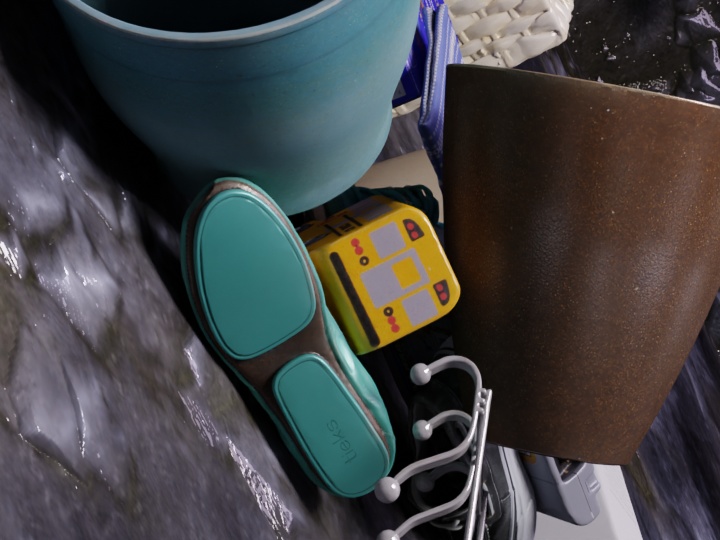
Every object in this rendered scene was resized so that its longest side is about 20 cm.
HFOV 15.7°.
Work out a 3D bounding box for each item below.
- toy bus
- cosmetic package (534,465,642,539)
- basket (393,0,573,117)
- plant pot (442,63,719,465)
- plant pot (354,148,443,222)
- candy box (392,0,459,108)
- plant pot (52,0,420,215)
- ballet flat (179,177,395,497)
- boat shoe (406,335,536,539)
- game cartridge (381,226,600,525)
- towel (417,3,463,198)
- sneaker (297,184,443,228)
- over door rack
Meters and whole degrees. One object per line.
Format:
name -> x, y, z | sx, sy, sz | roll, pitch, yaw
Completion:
toy bus -> 0.000, 0.000, 1.469 | 0.065, 0.078, 0.200 | 63, -3, -6
cosmetic package -> 0.121, 0.145, 1.728 | 0.074, 0.101, 0.201 | 50, 20, -45
basket -> 0.046, -0.204, 1.869 | 0.136, 0.199, 0.124 | 59, 18, -24
plant pot -> 0.120, 0.001, 1.445 | 0.187, 0.185, 0.202 | 5, 96, -76
plant pot -> 0.126, -0.029, 1.852 | 0.188, 0.199, 0.188 | 60, 13, -23
candy box -> -0.007, -0.194, 1.678 | 0.200, 0.077, 0.170 | -53, 122, -72
plant pot -> -0.057, -0.132, 1.324 | 0.189, 0.198, 0.201 | 80, -5, -53
ballet flat -> -0.045, 0.031, 1.364 | 0.201, 0.067, 0.070 | 62, -3, -26
boat shoe -> 0.057, 0.122, 1.581 | 0.072, 0.071, 0.201 | 29, -34, 35
game cartridge -> 0.069, 0.062, 1.605 | 0.042, 0.133, 0.201 | -42, 124, -31
towel -> 0.065, -0.048, 1.630 | 0.145, 0.024, 0.201 | -84, 159, -53
sneaker -> 0.009, -0.034, 1.655 | 0.200, 0.079, 0.078 | 38, 30, -63
over door rack -> 0.043, 0.166, 1.367 | 0.148, 0.066, 0.201 | 85, 1, -62
